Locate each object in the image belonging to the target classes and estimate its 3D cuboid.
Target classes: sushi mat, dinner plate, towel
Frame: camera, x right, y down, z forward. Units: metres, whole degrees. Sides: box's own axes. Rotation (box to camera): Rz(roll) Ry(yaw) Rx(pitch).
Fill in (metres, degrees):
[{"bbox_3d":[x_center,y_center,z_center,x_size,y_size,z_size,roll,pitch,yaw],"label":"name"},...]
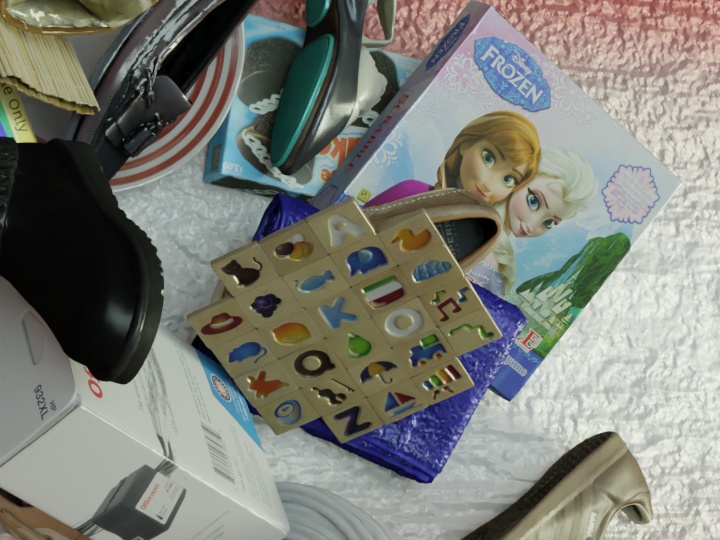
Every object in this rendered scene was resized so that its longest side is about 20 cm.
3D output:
[{"bbox_3d":[-0.226,-0.189,1.656,0.096,0.012,0.200,19,43,-58],"label":"sushi mat"},{"bbox_3d":[-0.176,-0.151,1.742,0.200,0.024,0.201,0,94,-6],"label":"dinner plate"},{"bbox_3d":[-0.003,0.052,1.763,0.200,0.050,0.148,24,105,-19],"label":"towel"}]

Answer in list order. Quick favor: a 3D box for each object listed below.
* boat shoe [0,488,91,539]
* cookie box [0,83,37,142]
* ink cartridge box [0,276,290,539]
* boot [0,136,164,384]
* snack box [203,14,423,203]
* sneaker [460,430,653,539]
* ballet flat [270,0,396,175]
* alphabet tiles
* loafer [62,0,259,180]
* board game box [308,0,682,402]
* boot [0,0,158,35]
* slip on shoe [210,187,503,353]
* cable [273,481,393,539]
[{"bbox_3d":[-0.199,0.142,1.682,0.200,0.064,0.071,26,71,-19],"label":"boat shoe"},{"bbox_3d":[-0.319,-0.093,1.654,0.200,0.075,0.172,-24,96,-24],"label":"cookie box"},{"bbox_3d":[-0.150,0.095,1.626,0.200,0.084,0.145,37,22,-42],"label":"ink cartridge box"},{"bbox_3d":[-0.213,-0.015,1.507,0.158,0.211,0.080,9,118,-32],"label":"boot"},{"bbox_3d":[-0.004,-0.097,1.830,0.200,0.037,0.117,13,77,-23],"label":"snack box"},{"bbox_3d":[0.129,0.194,1.821,0.200,0.070,0.076,-38,98,-25],"label":"sneaker"},{"bbox_3d":[-0.011,-0.152,1.779,0.073,0.073,0.201,17,69,-21],"label":"ballet flat"},{"bbox_3d":[-0.009,0.035,1.683,0.200,0.166,0.006,56,14,-44],"label":"alphabet tiles"},{"bbox_3d":[-0.124,-0.133,1.696,0.063,0.072,0.200,29,87,15],"label":"loafer"},{"bbox_3d":[0.090,-0.047,1.814,0.200,0.041,0.200,39,86,-23],"label":"board game box"},{"bbox_3d":[-0.147,-0.233,1.675,0.175,0.066,0.200,-5,48,-5],"label":"boot"},{"bbox_3d":[0.000,0.000,1.697,0.200,0.061,0.076,-17,102,-16],"label":"slip on shoe"},{"bbox_3d":[-0.045,0.238,1.670,0.069,0.200,0.200,29,83,-58],"label":"cable"}]
